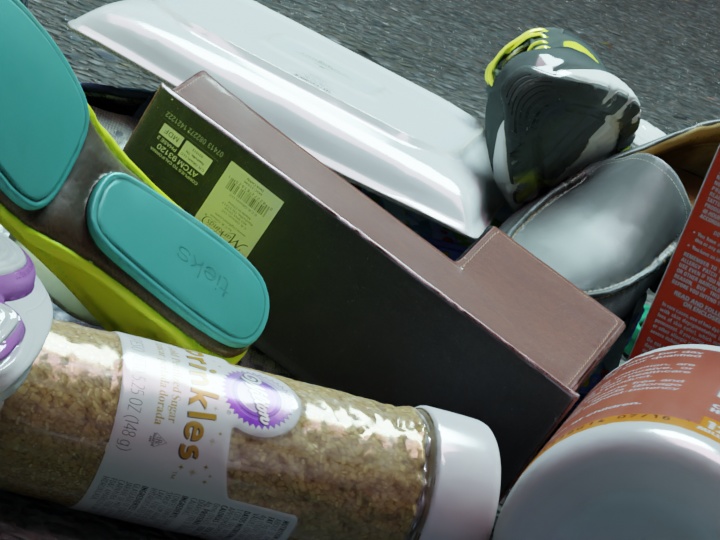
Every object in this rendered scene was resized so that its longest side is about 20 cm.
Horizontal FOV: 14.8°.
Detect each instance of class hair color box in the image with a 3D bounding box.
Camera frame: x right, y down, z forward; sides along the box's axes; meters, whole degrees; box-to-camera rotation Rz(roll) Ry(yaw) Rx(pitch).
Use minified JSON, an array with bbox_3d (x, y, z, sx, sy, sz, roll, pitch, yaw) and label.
[{"bbox_3d":[0.172,0.011,1.222,0.064,0.200,0.111,28,17,17],"label":"hair color box"}]

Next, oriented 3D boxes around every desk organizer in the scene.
[{"bbox_3d":[0.000,0.000,1.104,0.200,0.072,0.077,37,31,6],"label":"desk organizer"}]

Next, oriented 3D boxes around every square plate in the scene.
[{"bbox_3d":[-0.019,-0.081,1.264,0.200,0.028,0.198,28,11,4],"label":"square plate"}]

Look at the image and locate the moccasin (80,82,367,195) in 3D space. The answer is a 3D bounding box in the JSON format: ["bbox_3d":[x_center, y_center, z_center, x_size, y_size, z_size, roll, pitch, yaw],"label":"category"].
[{"bbox_3d":[-0.092,-0.044,1.267,0.200,0.080,0.068,9,-27,34],"label":"moccasin"}]

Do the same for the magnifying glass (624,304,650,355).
[{"bbox_3d":[0.206,0.068,1.418,0.080,0.022,0.200,7,19,-42],"label":"magnifying glass"}]

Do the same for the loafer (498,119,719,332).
[{"bbox_3d":[0.111,-0.023,1.223,0.073,0.072,0.200,37,29,13],"label":"loafer"}]

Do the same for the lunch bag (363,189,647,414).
[{"bbox_3d":[0.045,-0.005,1.335,0.161,0.082,0.200,15,17,-16],"label":"lunch bag"}]

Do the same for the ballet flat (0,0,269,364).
[{"bbox_3d":[-0.116,-0.029,1.008,0.067,0.067,0.200,-15,-51,42],"label":"ballet flat"}]

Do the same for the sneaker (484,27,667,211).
[{"bbox_3d":[0.084,-0.074,1.288,0.085,0.074,0.200,51,6,16],"label":"sneaker"}]

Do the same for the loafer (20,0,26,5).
[{"bbox_3d":[-0.238,-0.114,1.194,0.200,0.072,0.073,-19,39,-26],"label":"loafer"}]

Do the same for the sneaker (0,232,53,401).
[{"bbox_3d":[-0.170,0.016,0.954,0.075,0.100,0.200,22,8,-35],"label":"sneaker"}]

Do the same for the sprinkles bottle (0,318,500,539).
[{"bbox_3d":[-0.051,0.065,1.003,0.200,0.068,0.068,15,17,-19],"label":"sprinkles bottle"}]

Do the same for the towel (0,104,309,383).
[{"bbox_3d":[-0.105,0.001,1.121,0.193,0.035,0.200,21,35,-10],"label":"towel"}]

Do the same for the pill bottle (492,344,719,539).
[{"bbox_3d":[0.122,0.090,1.055,0.112,0.112,0.200,24,16,10],"label":"pill bottle"}]
